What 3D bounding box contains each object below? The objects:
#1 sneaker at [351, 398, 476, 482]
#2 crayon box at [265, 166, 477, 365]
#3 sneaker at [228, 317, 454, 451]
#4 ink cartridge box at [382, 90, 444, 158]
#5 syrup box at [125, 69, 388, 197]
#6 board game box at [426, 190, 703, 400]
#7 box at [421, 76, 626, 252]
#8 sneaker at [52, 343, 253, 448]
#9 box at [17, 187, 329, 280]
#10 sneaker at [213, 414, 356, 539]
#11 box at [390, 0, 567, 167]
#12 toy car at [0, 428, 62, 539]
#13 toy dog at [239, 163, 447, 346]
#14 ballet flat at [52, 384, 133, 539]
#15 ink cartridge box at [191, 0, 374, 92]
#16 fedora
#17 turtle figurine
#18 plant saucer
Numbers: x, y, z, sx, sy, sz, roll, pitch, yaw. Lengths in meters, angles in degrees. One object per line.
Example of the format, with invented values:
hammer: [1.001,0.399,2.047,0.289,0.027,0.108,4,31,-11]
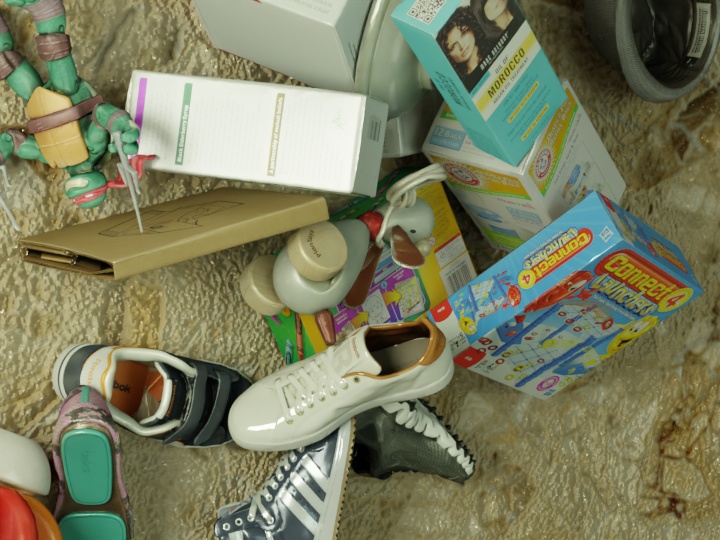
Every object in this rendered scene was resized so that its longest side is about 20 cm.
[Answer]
sneaker: [0.034,0.160,1.531,0.090,0.067,0.200,-43,138,5]
crayon box: [0.005,0.005,1.496,0.199,0.058,0.120,-35,113,-29]
sneaker: [-0.023,0.084,1.368,0.198,0.073,0.085,-22,148,-2]
ink cartridge box: [0.075,-0.199,1.549,0.199,0.050,0.163,-17,104,-49]
syrup box: [-0.085,-0.110,1.327,0.079,0.198,0.082,2,97,-75]
board game box: [0.194,0.030,1.534,0.199,0.195,0.056,24,35,-54]
box: [0.154,-0.096,1.528,0.102,0.112,0.200,-63,147,-15]
sneaker: [-0.154,0.109,1.374,0.199,0.079,0.079,13,85,-38]
box: [-0.149,-0.032,1.311,0.199,0.163,0.022,-17,105,-34]
sneaker: [-0.067,0.184,1.423,0.107,0.070,0.202,10,90,-2]
box: [0.101,-0.174,1.348,0.083,0.049,0.200,-53,144,-8]
toy car: [-0.310,0.196,1.218,0.199,0.149,0.177,25,80,-36]
toy dog: [0.000,0.000,1.389,0.199,0.132,0.097,-25,83,-22]
ballet flat: [-0.216,0.176,1.329,0.068,0.071,0.202,2,125,-3]
ink cartridge box: [-0.031,-0.275,1.359,0.201,0.144,0.145,-64,164,-15]
fedora: [0.285,-0.267,1.659,0.178,0.090,0.200,-57,135,-16]
turtle figurine: [-0.238,-0.114,1.270,0.148,0.101,0.202,-19,101,12]
plant saucer: [0.059,-0.210,1.386,0.201,0.050,0.201,-58,162,-31]
